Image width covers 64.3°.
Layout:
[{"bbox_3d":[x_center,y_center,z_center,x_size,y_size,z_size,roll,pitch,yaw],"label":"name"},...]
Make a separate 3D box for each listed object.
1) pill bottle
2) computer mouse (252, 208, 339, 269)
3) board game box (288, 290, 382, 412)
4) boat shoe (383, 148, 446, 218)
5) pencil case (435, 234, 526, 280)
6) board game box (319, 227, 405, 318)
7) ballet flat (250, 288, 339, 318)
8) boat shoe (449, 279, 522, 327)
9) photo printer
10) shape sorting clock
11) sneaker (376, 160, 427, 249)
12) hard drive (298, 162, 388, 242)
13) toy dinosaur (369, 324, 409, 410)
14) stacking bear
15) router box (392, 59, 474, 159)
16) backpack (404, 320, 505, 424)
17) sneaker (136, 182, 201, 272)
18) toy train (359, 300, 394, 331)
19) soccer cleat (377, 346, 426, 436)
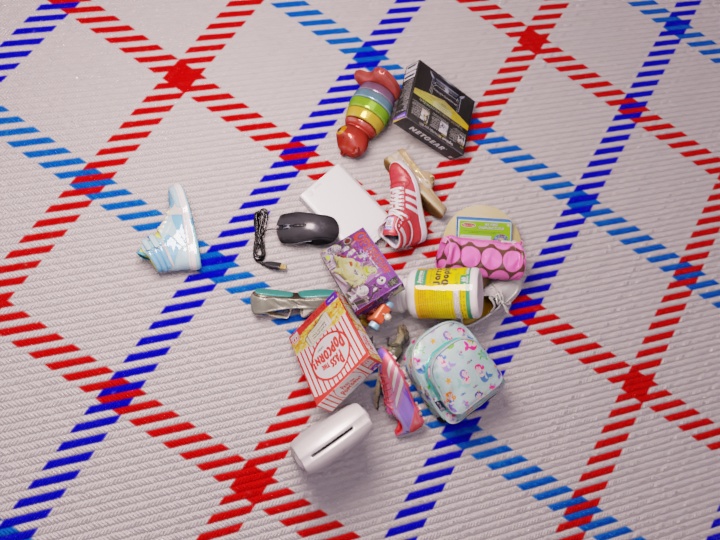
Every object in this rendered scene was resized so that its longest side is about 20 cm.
[{"bbox_3d":[0.166,0.051,1.270,0.199,0.113,0.114,-1,75,19],"label":"pill bottle"},{"bbox_3d":[-0.151,-0.070,1.292,0.199,0.046,0.141,6,78,0],"label":"computer mouse"},{"bbox_3d":[-0.056,0.162,1.176,0.152,0.046,0.200,-46,43,12],"label":"board game box"},{"bbox_3d":[0.144,-0.214,1.377,0.069,0.074,0.200,-42,86,-10],"label":"boat shoe"},{"bbox_3d":[0.276,-0.033,1.317,0.199,0.091,0.094,4,113,-9],"label":"pencil case"},{"bbox_3d":[0.000,0.000,1.247,0.120,0.032,0.200,-29,48,-6],"label":"board game box"},{"bbox_3d":[-0.144,0.074,1.272,0.199,0.067,0.064,1,104,-9],"label":"ballet flat"},{"bbox_3d":[0.303,0.072,1.322,0.201,0.086,0.075,-26,100,-14],"label":"boat shoe"},{"bbox_3d":[-0.061,0.333,1.145,0.166,0.200,0.070,-32,84,-15],"label":"photo printer"},{"bbox_3d":[0.293,-0.059,1.383,0.199,0.039,0.201,0,89,-9],"label":"shape sorting clock"},{"bbox_3d":[0.083,-0.147,1.317,0.112,0.071,0.201,-23,99,-38],"label":"sneaker"},{"bbox_3d":[-0.030,-0.141,1.354,0.132,0.026,0.200,-42,87,-16],"label":"hard drive"},{"bbox_3d":[0.044,0.201,1.277,0.088,0.047,0.201,27,77,-10],"label":"toy dinosaur"},{"bbox_3d":[0.009,-0.366,1.373,0.114,0.121,0.201,34,79,-38],"label":"stacking bear"},{"bbox_3d":[0.182,-0.387,1.394,0.199,0.052,0.158,25,71,-32],"label":"router box"},{"bbox_3d":[0.198,0.215,1.252,0.177,0.151,0.201,-32,79,-14],"label":"backpack"},{"bbox_3d":[-0.427,-0.089,1.245,0.130,0.080,0.201,-12,78,-14],"label":"sneaker"},{"bbox_3d":[-0.017,0.137,1.225,0.056,0.150,0.200,39,78,-13],"label":"toy train"},{"bbox_3d":[0.073,0.263,1.237,0.076,0.067,0.201,-27,102,-7],"label":"soccer cleat"}]
